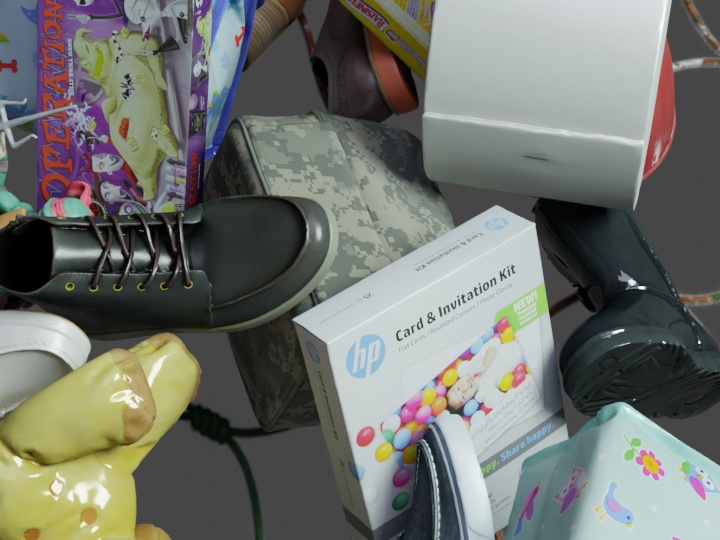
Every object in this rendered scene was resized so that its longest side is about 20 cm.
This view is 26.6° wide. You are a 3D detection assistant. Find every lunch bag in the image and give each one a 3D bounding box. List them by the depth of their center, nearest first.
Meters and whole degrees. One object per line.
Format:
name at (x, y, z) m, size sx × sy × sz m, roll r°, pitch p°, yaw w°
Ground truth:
lunch bag at (0.173, 0.198, 0.820) m, size 0.200 × 0.122 × 0.171 m, roll 33°, pitch 50°, yaw -11°
lunch bag at (0.000, 0.000, 1.006) m, size 0.167 × 0.139 × 0.200 m, roll -6°, pitch 56°, yaw -26°
lunch bag at (-0.165, -0.186, 1.069) m, size 0.170 × 0.200 × 0.127 m, roll 20°, pitch 26°, yaw 7°

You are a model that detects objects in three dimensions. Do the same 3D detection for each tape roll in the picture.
tape roll at (0.127, -0.147, 0.986) m, size 0.139 × 0.203 × 0.203 m, roll 9°, pitch 55°, yaw 9°

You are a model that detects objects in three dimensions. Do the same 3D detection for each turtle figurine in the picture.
turtle figurine at (-0.244, -0.013, 0.974) m, size 0.200 × 0.101 × 0.150 m, roll -30°, pitch 38°, yaw 18°

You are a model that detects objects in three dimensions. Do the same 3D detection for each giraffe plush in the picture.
giraffe plush at (-0.158, 0.151, 0.883) m, size 0.200 × 0.172 × 0.162 m, roll -27°, pitch 85°, yaw -54°

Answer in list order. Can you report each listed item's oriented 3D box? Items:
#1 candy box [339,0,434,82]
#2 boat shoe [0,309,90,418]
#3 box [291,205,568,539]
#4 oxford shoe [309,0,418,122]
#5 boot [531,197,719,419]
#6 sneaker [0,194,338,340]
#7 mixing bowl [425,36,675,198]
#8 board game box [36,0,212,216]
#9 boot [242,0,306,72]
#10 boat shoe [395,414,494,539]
candy box at (0.033, -0.225, 1.165) m, size 0.102 × 0.026 × 0.200 m, roll 42°, pitch 29°, yaw -21°
boat shoe at (-0.254, 0.082, 0.923) m, size 0.200 × 0.071 × 0.069 m, roll -18°, pitch 43°, yaw 20°
box at (0.051, 0.082, 0.923) m, size 0.156 × 0.200 × 0.041 m, roll -29°, pitch 34°, yaw -25°
oxford shoe at (-0.012, -0.186, 1.175) m, size 0.072 × 0.071 × 0.200 m, roll -24°, pitch 43°, yaw 11°
boot at (0.159, 0.013, 1.011) m, size 0.200 × 0.076 × 0.168 m, roll 13°, pitch 41°, yaw -53°
sneaker at (-0.118, -0.005, 0.890) m, size 0.200 × 0.106 × 0.075 m, roll -16°, pitch 70°, yaw 22°
mixing bowl at (0.156, -0.162, 1.156) m, size 0.199 × 0.108 × 0.201 m, roll 3°, pitch 56°, yaw -5°
board game box at (-0.157, -0.119, 0.999) m, size 0.120 × 0.201 × 0.032 m, roll 16°, pitch 26°, yaw 24°
boot at (-0.131, -0.256, 1.206) m, size 0.200 × 0.074 × 0.155 m, roll 32°, pitch 59°, yaw -1°
boat shoe at (0.029, 0.186, 0.876) m, size 0.091 × 0.071 × 0.201 m, roll -5°, pitch 94°, yaw -8°
